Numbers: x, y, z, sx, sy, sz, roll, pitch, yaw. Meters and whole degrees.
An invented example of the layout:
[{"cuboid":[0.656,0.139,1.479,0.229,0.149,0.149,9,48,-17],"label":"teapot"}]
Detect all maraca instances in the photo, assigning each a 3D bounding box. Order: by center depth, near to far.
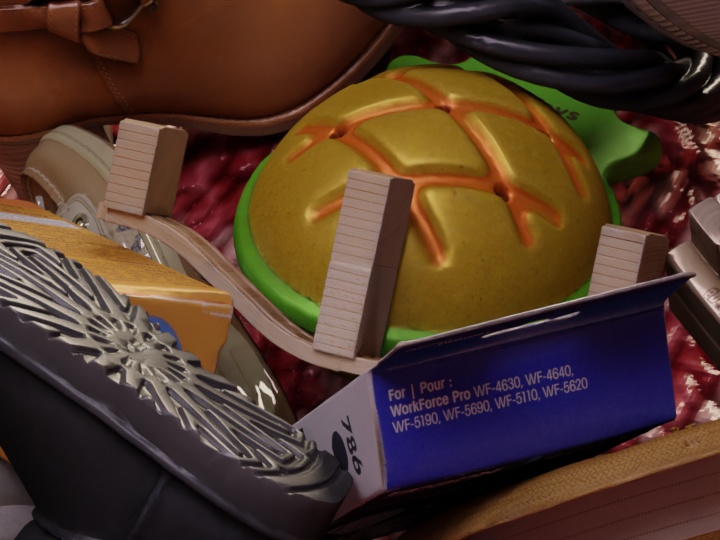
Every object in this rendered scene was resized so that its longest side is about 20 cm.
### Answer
[{"cuboid":[0.034,-0.027,1.082,0.136,0.107,0.200,21,38,15],"label":"maraca"}]

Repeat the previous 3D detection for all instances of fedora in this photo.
[{"cuboid":[0.105,0.095,0.927,0.199,0.201,0.082,-17,81,4],"label":"fedora"}]

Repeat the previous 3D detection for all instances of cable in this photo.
[{"cuboid":[0.058,-0.109,1.118,0.199,0.051,0.163,22,15,0],"label":"cable"}]

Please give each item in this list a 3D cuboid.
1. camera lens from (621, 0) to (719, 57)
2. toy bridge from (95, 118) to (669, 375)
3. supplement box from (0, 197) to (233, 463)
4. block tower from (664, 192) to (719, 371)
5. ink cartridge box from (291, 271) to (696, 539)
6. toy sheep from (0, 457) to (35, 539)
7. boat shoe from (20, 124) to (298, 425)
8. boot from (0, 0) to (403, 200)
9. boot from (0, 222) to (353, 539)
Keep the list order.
[{"cuboid":[0.161,-0.150,0.998,0.159,0.161,0.200,-31,8,-10],"label":"camera lens"},{"cuboid":[0.000,0.000,0.987,0.199,0.027,0.068,13,93,21],"label":"toy bridge"},{"cuboid":[-0.113,0.019,1.013,0.068,0.067,0.200,8,6,-29],"label":"supplement box"},{"cuboid":[0.199,-0.031,0.973,0.199,0.054,0.058,-31,58,-10],"label":"block tower"},{"cuboid":[0.029,0.051,0.916,0.099,0.200,0.039,-13,79,-19],"label":"ink cartridge box"},{"cuboid":[-0.134,0.114,0.991,0.138,0.138,0.199,-47,31,-24],"label":"toy sheep"},{"cuboid":[-0.088,0.018,1.103,0.062,0.074,0.200,-28,46,-11],"label":"boat shoe"},{"cuboid":[-0.077,-0.119,1.170,0.199,0.155,0.074,-31,45,-10],"label":"boot"},{"cuboid":[-0.114,0.105,0.890,0.165,0.066,0.201,36,108,21],"label":"boot"}]
